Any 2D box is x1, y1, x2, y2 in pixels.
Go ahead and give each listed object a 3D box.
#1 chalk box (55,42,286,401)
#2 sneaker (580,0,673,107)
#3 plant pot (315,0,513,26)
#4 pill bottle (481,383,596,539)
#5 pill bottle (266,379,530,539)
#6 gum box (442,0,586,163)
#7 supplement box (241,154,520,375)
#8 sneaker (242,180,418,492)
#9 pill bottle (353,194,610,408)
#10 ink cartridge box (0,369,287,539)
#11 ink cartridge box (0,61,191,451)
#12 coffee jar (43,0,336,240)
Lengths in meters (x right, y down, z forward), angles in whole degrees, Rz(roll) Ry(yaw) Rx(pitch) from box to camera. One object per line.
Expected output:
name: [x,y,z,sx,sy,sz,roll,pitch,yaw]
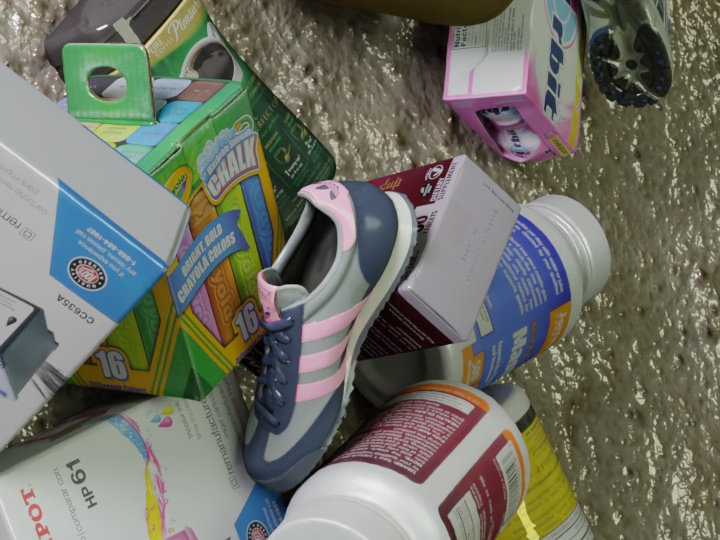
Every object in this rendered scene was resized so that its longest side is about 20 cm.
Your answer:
chalk box: [-0.136,-0.041,1.453,0.124,0.125,0.200,-47,132,-45]
sneaker: [0.188,-0.224,1.770,0.085,0.077,0.200,-72,156,-55]
plant pot: [0.024,-0.267,1.627,0.195,0.200,0.194,11,70,-5]
pill bottle: [0.102,0.188,1.660,0.111,0.111,0.200,-33,102,-40]
pill bottle: [0.021,0.156,1.502,0.114,0.114,0.200,65,31,-9]
gum box: [0.118,-0.186,1.762,0.113,0.066,0.200,39,53,-58]
supplement box: [0.000,0.000,1.556,0.061,0.200,0.109,41,56,-28]
sneaker: [-0.041,0.036,1.452,0.082,0.070,0.200,15,100,-42]
pill bottle: [0.085,0.018,1.683,0.200,0.112,0.112,-28,98,-40]
ink cartridge box: [-0.148,0.160,1.470,0.200,0.085,0.145,-26,98,-40]
ink cartridge box: [-0.215,0.004,1.350,0.146,0.200,0.086,37,24,-14]
coffee jar: [-0.112,-0.106,1.563,0.200,0.085,0.104,51,51,-20]
